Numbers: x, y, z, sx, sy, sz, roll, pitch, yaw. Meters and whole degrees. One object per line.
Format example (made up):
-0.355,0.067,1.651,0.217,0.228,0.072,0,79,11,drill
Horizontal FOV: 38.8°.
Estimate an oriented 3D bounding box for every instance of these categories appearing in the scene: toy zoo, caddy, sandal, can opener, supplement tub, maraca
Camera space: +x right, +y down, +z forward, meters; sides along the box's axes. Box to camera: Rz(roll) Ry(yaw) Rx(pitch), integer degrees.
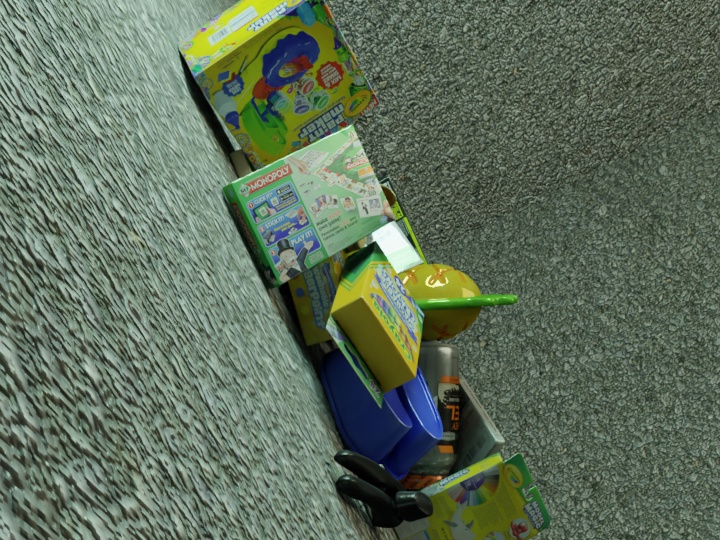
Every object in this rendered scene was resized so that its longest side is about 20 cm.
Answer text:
-0.131,-0.085,1.494,0.200,0.020,0.133,54,12,-74,toy zoo
0.020,0.176,1.337,0.141,0.105,0.202,30,29,-43,caddy
0.018,-0.087,1.432,0.212,0.068,0.079,-77,149,-65,sandal
0.017,0.244,1.165,0.200,0.078,0.064,46,25,-52,can opener
0.081,0.206,1.459,0.123,0.120,0.204,44,47,-80,supplement tub
0.121,0.044,1.437,0.137,0.196,0.109,-17,104,-74,maraca

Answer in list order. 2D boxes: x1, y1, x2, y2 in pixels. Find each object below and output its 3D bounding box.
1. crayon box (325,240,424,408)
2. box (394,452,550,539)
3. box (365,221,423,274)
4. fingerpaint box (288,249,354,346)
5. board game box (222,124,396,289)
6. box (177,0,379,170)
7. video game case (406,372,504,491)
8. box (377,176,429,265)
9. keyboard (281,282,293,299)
0.023,0.062,1.278,0.127,0.051,0.201,56,20,-18,crayon box
0.148,0.332,1.384,0.048,0.197,0.119,-88,153,-82,box
0.000,0.000,1.582,0.178,0.095,0.202,55,-25,29,box
-0.050,-0.015,1.381,0.167,0.072,0.204,-27,101,-76,fingerpaint box
-0.060,-0.082,1.270,0.029,0.198,0.136,-18,-80,57,board game box
-0.111,-0.272,1.412,0.194,0.198,0.122,55,2,-39,box
0.117,0.257,1.522,0.023,0.202,0.183,7,35,-37,video game case
0.007,-0.034,1.809,0.202,0.191,0.047,63,-16,-13,box
-0.088,0.015,1.431,0.200,0.039,0.106,46,31,-64,keyboard
